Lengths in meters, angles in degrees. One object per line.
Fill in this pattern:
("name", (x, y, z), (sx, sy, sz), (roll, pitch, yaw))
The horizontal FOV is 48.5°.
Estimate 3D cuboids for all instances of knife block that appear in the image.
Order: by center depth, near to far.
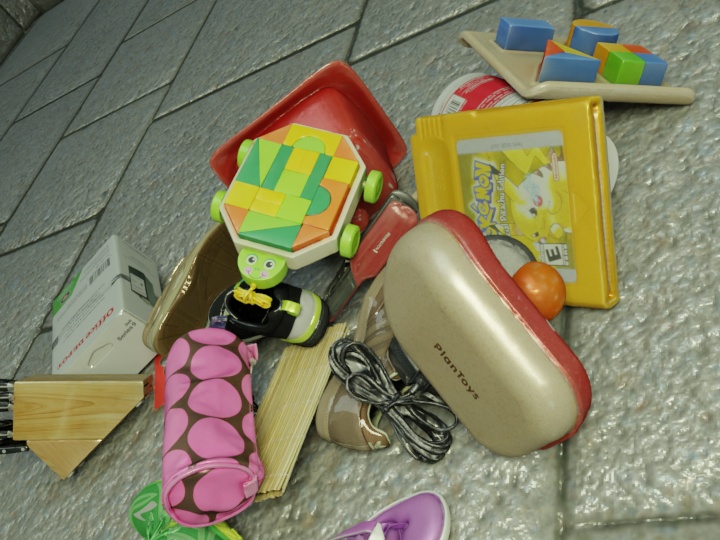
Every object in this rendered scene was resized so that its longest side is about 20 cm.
("knife block", (-0.377, 0.151, 0.965), (0.200, 0.176, 0.064), (-45, 4, -2))

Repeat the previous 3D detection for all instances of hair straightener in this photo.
("hair straightener", (0.000, 0.000, 0.843), (0.201, 0.041, 0.077), (-59, 7, 26))

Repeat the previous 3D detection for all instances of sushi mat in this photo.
("sushi mat", (-0.072, 0.136, 0.771), (0.095, 0.012, 0.201), (-26, 29, 39))

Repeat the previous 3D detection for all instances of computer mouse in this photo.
("computer mouse", (0.078, 0.054, 0.713), (0.200, 0.138, 0.053), (-47, -9, -1))

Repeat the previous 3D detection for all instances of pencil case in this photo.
("pencil case", (-0.135, 0.136, 0.738), (0.092, 0.092, 0.201), (1, 34, -12))

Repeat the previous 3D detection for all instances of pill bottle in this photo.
("pill bottle", (0.161, -0.125, 0.808), (0.112, 0.112, 0.200), (-43, 36, -3))

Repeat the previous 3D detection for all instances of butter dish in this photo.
("butter dish", (-0.035, -0.096, 0.919), (0.198, 0.200, 0.149), (-35, 53, 8))

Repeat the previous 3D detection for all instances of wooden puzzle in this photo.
("wooden puzzle", (0.218, -0.223, 0.825), (0.182, 0.047, 0.201), (-2, 31, -17))

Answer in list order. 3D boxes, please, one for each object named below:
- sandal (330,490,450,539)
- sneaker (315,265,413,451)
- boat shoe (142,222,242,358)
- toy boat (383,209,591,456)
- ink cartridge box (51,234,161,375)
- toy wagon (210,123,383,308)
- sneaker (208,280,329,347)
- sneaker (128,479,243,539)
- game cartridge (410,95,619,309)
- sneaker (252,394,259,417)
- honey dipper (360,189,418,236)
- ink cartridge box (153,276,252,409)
("sandal", (-0.015, 0.243, 0.641), (0.202, 0.050, 0.083), (-37, 36, 7))
("sneaker", (0.030, 0.082, 0.771), (0.075, 0.071, 0.202), (12, 63, 26))
("boat shoe", (-0.197, 0.009, 0.963), (0.064, 0.071, 0.201), (12, 64, 49))
("toy boat", (0.113, 0.036, 0.638), (0.130, 0.201, 0.131), (-34, -10, -30))
("ink cartridge box", (-0.346, 0.068, 1.094), (0.146, 0.084, 0.201), (-44, 35, 10))
("toy wagon", (-0.071, -0.057, 0.794), (0.153, 0.040, 0.202), (15, 61, 14))
("sneaker", (-0.115, 0.034, 0.846), (0.198, 0.082, 0.073), (-2, 68, 47))
("sneaker", (-0.172, 0.252, 0.739), (0.199, 0.083, 0.075), (14, 107, 50))
("game cartridge", (0.133, -0.059, 0.729), (0.198, 0.179, 0.032), (3, 16, 44))
("sneaker", (-0.144, 0.153, 0.855), (0.078, 0.076, 0.201), (-24, 43, 0))
("honey dipper", (0.050, -0.067, 0.847), (0.200, 0.038, 0.038), (-48, 26, 37))
("ink cartridge box", (-0.196, 0.059, 1.009), (0.198, 0.050, 0.162), (-32, 36, 10))
